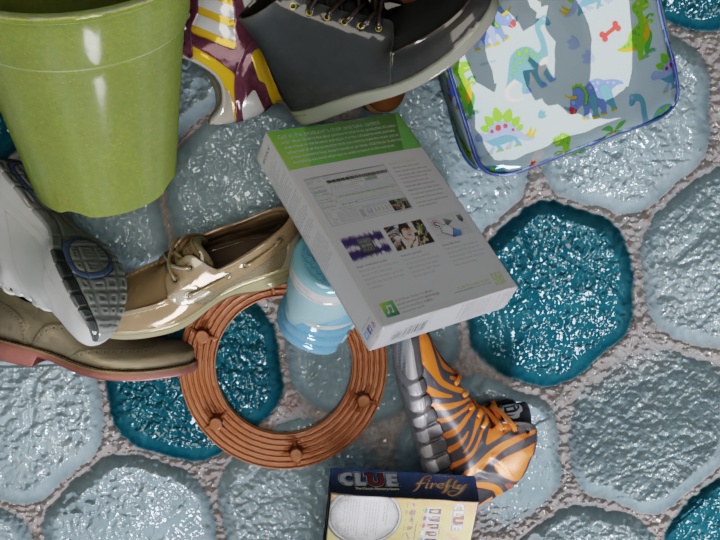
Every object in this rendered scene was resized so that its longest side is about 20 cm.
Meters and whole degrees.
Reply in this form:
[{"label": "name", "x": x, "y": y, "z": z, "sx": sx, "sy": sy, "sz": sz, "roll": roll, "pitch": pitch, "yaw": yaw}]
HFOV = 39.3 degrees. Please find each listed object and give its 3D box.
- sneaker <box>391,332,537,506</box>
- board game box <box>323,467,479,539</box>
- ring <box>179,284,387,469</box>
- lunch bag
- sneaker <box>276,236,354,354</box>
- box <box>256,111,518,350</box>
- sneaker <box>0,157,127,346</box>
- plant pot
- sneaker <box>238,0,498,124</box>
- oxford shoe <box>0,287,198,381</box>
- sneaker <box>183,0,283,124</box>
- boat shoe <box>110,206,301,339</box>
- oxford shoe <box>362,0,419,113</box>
[{"label": "sneaker", "x": 0.098, "y": 0.123, "z": 0.936, "sx": 0.110, "sy": 0.078, "sz": 0.203, "roll": -18, "pitch": 112, "yaw": -5}, {"label": "board game box", "x": 0.029, "y": 0.274, "z": 0.937, "sx": 0.133, "sy": 0.035, "sz": 0.203, "roll": 4, "pitch": 121, "yaw": -4}, {"label": "ring", "x": -0.071, "y": 0.090, "z": 0.940, "sx": 0.196, "sy": 0.019, "sz": 0.205, "roll": -1, "pitch": 101, "yaw": -4}, {"label": "lunch bag", "x": 0.166, "y": -0.183, "z": 0.873, "sx": 0.197, "sy": 0.083, "sz": 0.163, "roll": -20, "pitch": 102, "yaw": 0}, {"label": "sneaker", "x": 0.000, "y": 0.000, "z": 0.893, "sx": 0.080, "sy": 0.198, "sz": 0.131, "roll": 48, "pitch": 139, "yaw": 19}, {"label": "box", "x": 0.020, "y": -0.040, "z": 0.822, "sx": 0.142, "sy": 0.037, "sz": 0.202, "roll": -13, "pitch": 61, "yaw": -34}, {"label": "sneaker", "x": -0.267, "y": -0.005, "z": 0.857, "sx": 0.087, "sy": 0.074, "sz": 0.200, "roll": -51, "pitch": 59, "yaw": 18}, {"label": "plant pot", "x": -0.215, "y": -0.152, "z": 0.797, "sx": 0.196, "sy": 0.202, "sz": 0.193, "roll": -2, "pitch": 127, "yaw": -3}, {"label": "sneaker", "x": 0.001, "y": -0.192, "z": 0.777, "sx": 0.197, "sy": 0.075, "sz": 0.107, "roll": -20, "pitch": 124, "yaw": 27}, {"label": "oxford shoe", "x": -0.239, "y": 0.052, "z": 0.897, "sx": 0.196, "sy": 0.070, "sz": 0.076, "roll": 9, "pitch": 94, "yaw": -7}, {"label": "sneaker", "x": -0.130, "y": -0.224, "z": 0.850, "sx": 0.089, "sy": 0.075, "sz": 0.203, "roll": -24, "pitch": 100, "yaw": -5}, {"label": "boat shoe", "x": -0.144, "y": -0.004, "z": 0.877, "sx": 0.197, "sy": 0.072, "sz": 0.065, "roll": -22, "pitch": 139, "yaw": -12}, {"label": "oxford shoe", "x": 0.040, "y": -0.215, "z": 0.831, "sx": 0.071, "sy": 0.071, "sz": 0.203, "roll": -22, "pitch": 136, "yaw": -40}]
